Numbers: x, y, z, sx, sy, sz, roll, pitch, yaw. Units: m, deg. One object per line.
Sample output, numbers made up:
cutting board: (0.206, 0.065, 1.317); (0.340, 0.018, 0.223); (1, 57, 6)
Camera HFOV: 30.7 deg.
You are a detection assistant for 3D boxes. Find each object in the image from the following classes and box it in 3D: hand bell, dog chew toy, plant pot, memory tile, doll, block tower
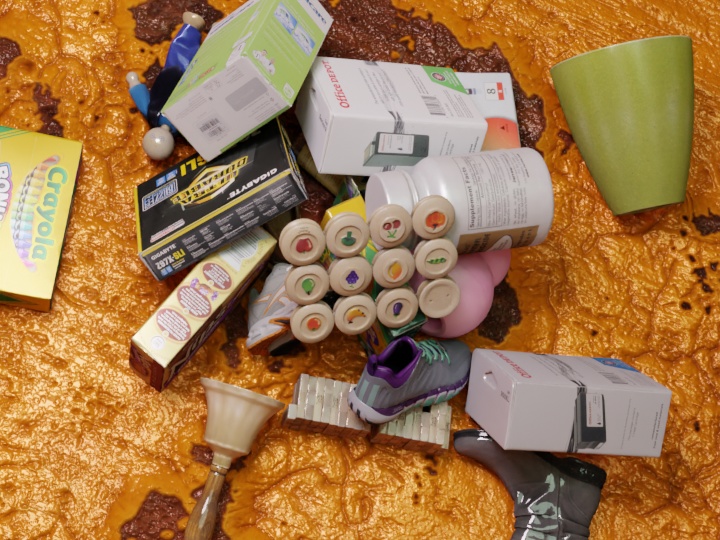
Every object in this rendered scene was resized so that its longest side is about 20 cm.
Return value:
hand bell: (-0.163, 0.233, 1.483); (0.103, 0.104, 0.203); (18, 80, -5)
dog chew toy: (0.127, -0.015, 1.602); (0.124, 0.125, 0.201); (37, 61, 3)
plant pot: (0.352, -0.178, 1.685); (0.184, 0.187, 0.203); (-10, 88, -15)
memory tile: (0.013, 0.001, 1.433); (0.197, 0.155, 0.017); (-11, 32, -11)
doll: (-0.227, -0.224, 1.634); (0.135, 0.049, 0.203); (19, 66, -4)
block tower: (0.009, 0.170, 1.546); (0.197, 0.054, 0.059); (10, 69, -9)

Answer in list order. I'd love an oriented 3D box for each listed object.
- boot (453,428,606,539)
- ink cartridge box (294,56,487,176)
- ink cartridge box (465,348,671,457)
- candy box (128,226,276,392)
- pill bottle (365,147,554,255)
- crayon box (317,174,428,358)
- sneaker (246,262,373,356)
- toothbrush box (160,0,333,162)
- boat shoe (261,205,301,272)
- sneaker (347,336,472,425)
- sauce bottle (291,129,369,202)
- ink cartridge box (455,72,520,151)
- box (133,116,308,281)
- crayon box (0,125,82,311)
boot: (0.190, 0.272, 1.544); (0.197, 0.070, 0.133); (19, 74, 0)
ink cartridge box: (0.032, -0.183, 1.574); (0.197, 0.085, 0.147); (2, 36, -19)
ink cartridge box: (0.238, 0.153, 1.532); (0.197, 0.145, 0.086); (5, 100, -16)
candy box: (-0.184, 0.038, 1.517); (0.056, 0.117, 0.201); (38, 68, 3)
pill bottle: (0.111, -0.075, 1.500); (0.197, 0.114, 0.116); (-7, 73, -17)
crayon box: (0.000, 0.000, 1.563); (0.051, 0.126, 0.202); (-24, 77, -18)
sneaker: (-0.068, 0.021, 1.518); (0.075, 0.199, 0.093); (15, 53, -45)
toothbrush box: (-0.130, -0.243, 1.542); (0.086, 0.145, 0.201); (46, 36, -23)
boat shoe: (-0.108, -0.099, 1.605); (0.071, 0.068, 0.203); (-12, 74, -15)
sneaker: (0.072, 0.108, 1.514); (0.074, 0.088, 0.199); (37, 39, 26)
sauce bottle: (0.002, -0.106, 1.628); (0.199, 0.066, 0.066); (40, 68, 6)
ink cartridge box: (0.107, -0.175, 1.687); (0.197, 0.050, 0.165); (-1, 71, -15)
box: (-0.165, -0.090, 1.517); (0.198, 0.160, 0.050); (-28, 121, 6)
crayon box: (-0.427, -0.068, 1.534); (0.170, 0.058, 0.203); (10, 70, -8)
